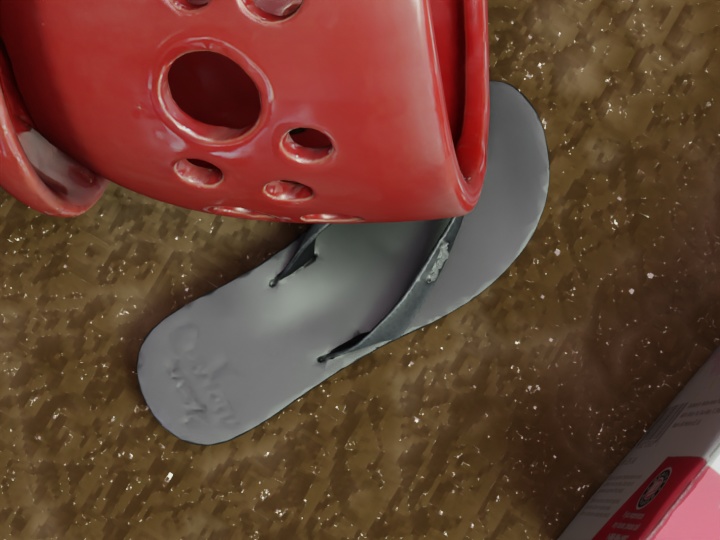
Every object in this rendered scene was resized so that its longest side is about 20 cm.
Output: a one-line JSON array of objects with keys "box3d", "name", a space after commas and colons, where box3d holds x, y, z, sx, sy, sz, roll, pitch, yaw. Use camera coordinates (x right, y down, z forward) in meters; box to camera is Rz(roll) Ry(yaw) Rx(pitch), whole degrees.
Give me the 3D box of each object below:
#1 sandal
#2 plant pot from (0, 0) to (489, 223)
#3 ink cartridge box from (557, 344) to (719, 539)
[{"box3d": [0.000, 0.001, 0.795, 0.200, 0.043, 0.076, -41, 87, -7], "name": "sandal"}, {"box3d": [-0.050, -0.116, 0.727, 0.181, 0.200, 0.202, -1, 83, 11], "name": "plant pot"}, {"box3d": [0.176, 0.056, 0.747, 0.086, 0.148, 0.200, 42, 84, 2], "name": "ink cartridge box"}]
